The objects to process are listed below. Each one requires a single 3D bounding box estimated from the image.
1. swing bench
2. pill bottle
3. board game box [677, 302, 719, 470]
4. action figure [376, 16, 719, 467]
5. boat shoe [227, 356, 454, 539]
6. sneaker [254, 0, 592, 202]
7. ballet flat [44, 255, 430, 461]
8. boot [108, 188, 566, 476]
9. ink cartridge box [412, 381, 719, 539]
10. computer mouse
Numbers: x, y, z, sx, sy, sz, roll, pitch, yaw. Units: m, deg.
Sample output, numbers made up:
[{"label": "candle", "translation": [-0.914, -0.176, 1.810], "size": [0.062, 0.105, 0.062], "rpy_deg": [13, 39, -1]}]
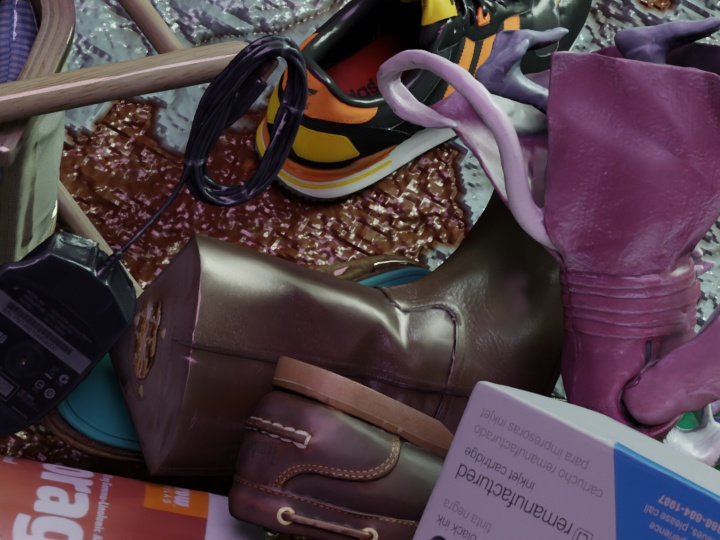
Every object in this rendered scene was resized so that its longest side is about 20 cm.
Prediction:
[{"label": "swing bench", "translation": [-0.168, -0.034, 1.125], "size": [0.200, 0.199, 0.130], "rpy_deg": [-30, 70, -26]}, {"label": "pill bottle", "translation": [-0.104, 0.135, 1.091], "size": [0.200, 0.112, 0.112], "rpy_deg": [11, 59, -6]}, {"label": "board game box", "translation": [0.223, 0.074, 1.140], "size": [0.200, 0.200, 0.026], "rpy_deg": [45, 45, 14]}, {"label": "action figure", "translation": [0.103, 0.005, 1.068], "size": [0.149, 0.134, 0.200], "rpy_deg": [-8, 97, -26]}, {"label": "boat shoe", "translation": [0.038, 0.101, 1.088], "size": [0.200, 0.070, 0.070], "rpy_deg": [24, 80, -22]}, {"label": "sneaker", "translation": [0.040, -0.110, 1.274], "size": [0.200, 0.090, 0.070], "rpy_deg": [-35, 72, -26]}, {"label": "ballet flat", "translation": [-0.057, 0.037, 1.170], "size": [0.200, 0.072, 0.068], "rpy_deg": [-18, 95, -31]}, {"label": "boot", "translation": [0.000, 0.000, 1.123], "size": [0.200, 0.064, 0.186], "rpy_deg": [10, 82, -27]}, {"label": "ink cartridge box", "translation": [0.078, 0.161, 0.990], "size": [0.146, 0.086, 0.200], "rpy_deg": [25, 94, 41]}, {"label": "computer mouse", "translation": [-0.093, -0.014, 1.065], "size": [0.200, 0.034, 0.059], "rpy_deg": [-45, 115, 2]}]
